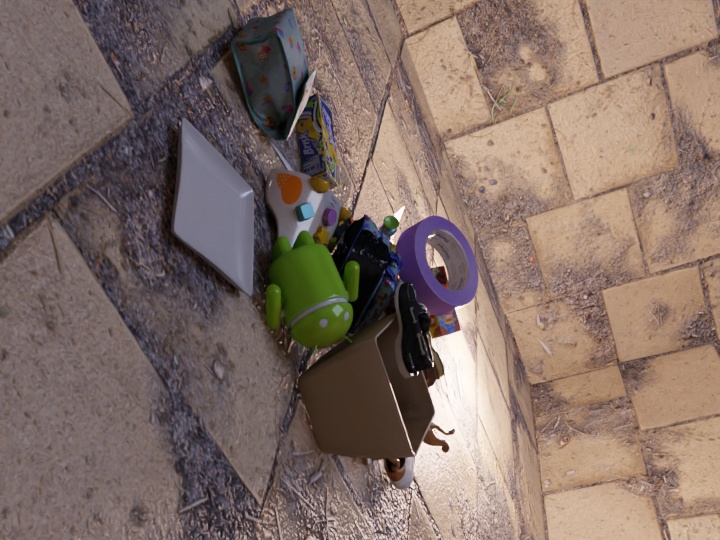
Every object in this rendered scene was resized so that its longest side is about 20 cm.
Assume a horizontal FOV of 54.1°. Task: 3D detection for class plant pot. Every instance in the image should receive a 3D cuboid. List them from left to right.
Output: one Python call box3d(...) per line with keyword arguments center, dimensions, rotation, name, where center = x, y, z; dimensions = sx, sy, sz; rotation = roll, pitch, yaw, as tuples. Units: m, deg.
box3d(center=(0.005, 0.210, 1.232), dimensions=(0.205, 0.173, 0.200), rotation=(71, 19, -4), name="plant pot")

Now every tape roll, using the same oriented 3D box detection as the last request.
box3d(center=(0.165, -0.011, 1.513), dimensions=(0.197, 0.065, 0.205), rotation=(21, 56, -35), name="tape roll")

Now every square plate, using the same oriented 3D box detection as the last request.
box3d(center=(-0.219, -0.089, 1.051), dimensions=(0.198, 0.028, 0.205), rotation=(48, 32, -53), name="square plate")

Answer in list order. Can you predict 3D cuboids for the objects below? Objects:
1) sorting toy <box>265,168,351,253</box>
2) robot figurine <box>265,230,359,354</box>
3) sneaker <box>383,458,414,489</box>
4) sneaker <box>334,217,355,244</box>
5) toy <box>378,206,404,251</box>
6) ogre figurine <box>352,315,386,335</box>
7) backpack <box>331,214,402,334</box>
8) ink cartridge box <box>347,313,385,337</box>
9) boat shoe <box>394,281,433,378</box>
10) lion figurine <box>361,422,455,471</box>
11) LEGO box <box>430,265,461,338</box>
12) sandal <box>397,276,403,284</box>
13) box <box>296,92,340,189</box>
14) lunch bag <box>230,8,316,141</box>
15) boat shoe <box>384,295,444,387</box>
box3d(center=(-0.101, -0.058, 1.311), dimensions=(0.200, 0.104, 0.185), rotation=(46, 51, -54), name="sorting toy")
box3d(center=(-0.083, 0.038, 1.178), dimensions=(0.172, 0.116, 0.204), rotation=(-15, 71, -28), name="robot figurine")
box3d(center=(0.084, 0.354, 1.509), dimensions=(0.085, 0.071, 0.204), rotation=(57, 26, -47), name="sneaker")
box3d(center=(-0.008, -0.080, 1.544), dimensions=(0.200, 0.088, 0.072), rotation=(27, 72, -68), name="sneaker")
box3d(center=(0.054, -0.037, 1.551), dimensions=(0.115, 0.047, 0.202), rotation=(-41, 157, -34), name="toy")
box3d(center=(0.071, 0.176, 1.436), dimensions=(0.198, 0.099, 0.120), rotation=(37, 33, 10), name="ogre figurine")
box3d(center=(0.000, 0.000, 1.363), dimensions=(0.132, 0.185, 0.201), rotation=(27, 30, -5), name="backpack")
box3d(center=(-0.013, 0.096, 1.509), dimensions=(0.201, 0.049, 0.164), rotation=(50, 28, -26), name="ink cartridge box")
box3d(center=(0.096, 0.096, 1.228), dimensions=(0.076, 0.059, 0.204), rotation=(54, 26, -43), name="boat shoe")
box3d(center=(0.084, 0.323, 1.365), dimensions=(0.124, 0.196, 0.073), rotation=(64, 0, -43), name="lion figurine")
box3d(center=(0.120, 0.090, 1.620), dimensions=(0.076, 0.198, 0.153), rotation=(-9, 82, -43), name="LEGO box")
box3d(center=(0.074, 0.075, 1.474), dimensions=(0.080, 0.054, 0.203), rotation=(31, -30, 42), name="sandal")
box3d(center=(-0.093, -0.273, 1.518), dimensions=(0.070, 0.063, 0.205), rotation=(40, 39, -58), name="box")
box3d(center=(-0.154, -0.365, 1.334), dimensions=(0.172, 0.118, 0.204), rotation=(-80, 156, -58), name="lunch bag")
box3d(center=(0.096, 0.143, 1.355), dimensions=(0.067, 0.071, 0.203), rotation=(-39, 113, -31), name="boat shoe")
